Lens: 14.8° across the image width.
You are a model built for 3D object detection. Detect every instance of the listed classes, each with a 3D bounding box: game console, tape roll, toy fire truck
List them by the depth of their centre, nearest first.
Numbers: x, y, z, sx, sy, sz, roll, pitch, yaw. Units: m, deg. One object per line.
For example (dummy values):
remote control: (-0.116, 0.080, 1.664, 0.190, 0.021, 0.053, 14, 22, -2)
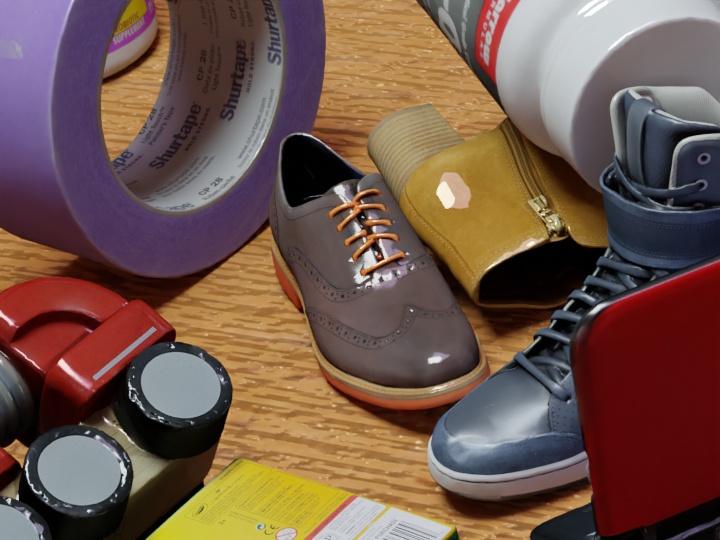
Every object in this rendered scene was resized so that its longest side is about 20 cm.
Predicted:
game console: (0.162, 0.037, 1.104, 0.199, 0.119, 0.172, -20, 5, -13)
toy fire truck: (-0.181, 0.071, 1.194, 0.200, 0.129, 0.176, 38, 52, 15)
tape roll: (-0.112, -0.102, 1.395, 0.085, 0.201, 0.200, 16, 41, 37)

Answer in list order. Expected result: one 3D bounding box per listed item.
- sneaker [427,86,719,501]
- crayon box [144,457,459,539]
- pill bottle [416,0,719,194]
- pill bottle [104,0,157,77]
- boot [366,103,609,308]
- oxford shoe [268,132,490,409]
sneaker: (0.106, 0.003, 1.208, 0.202, 0.147, 0.077, -27, 36, -19)
crayon box: (-0.060, 0.163, 1.094, 0.118, 0.059, 0.200, 14, 41, 37)
pill bottle: (0.101, -0.124, 1.316, 0.113, 0.114, 0.200, -19, 38, -11)
pill bottle: (-0.186, -0.213, 1.595, 0.104, 0.201, 0.104, -9, 32, 6)
boot: (0.114, -0.045, 1.368, 0.200, 0.071, 0.144, -18, 43, -20)
oxford shoe: (0.000, 0.000, 1.315, 0.071, 0.073, 0.200, -22, 33, -16)
